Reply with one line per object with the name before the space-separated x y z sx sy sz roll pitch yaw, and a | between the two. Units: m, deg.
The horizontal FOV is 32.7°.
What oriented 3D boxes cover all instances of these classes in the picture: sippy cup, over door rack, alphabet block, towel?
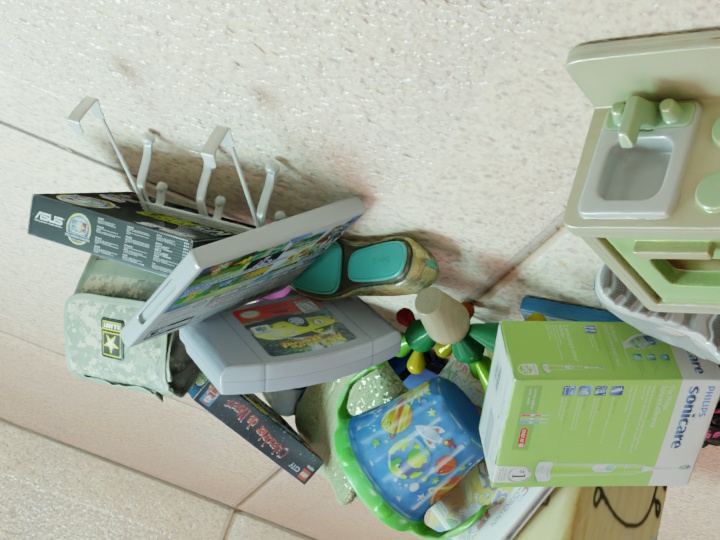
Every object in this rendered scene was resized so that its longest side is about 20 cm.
sippy cup | 0.062 0.185 1.301 0.130 0.140 0.178 -38 116 15
over door rack | -0.158 -0.100 1.142 0.147 0.067 0.200 14 161 18
alphabet block | 0.220 0.232 1.397 0.196 0.201 0.195 3 165 42
towel | -0.016 0.166 1.443 0.036 0.148 0.200 -9 137 -38

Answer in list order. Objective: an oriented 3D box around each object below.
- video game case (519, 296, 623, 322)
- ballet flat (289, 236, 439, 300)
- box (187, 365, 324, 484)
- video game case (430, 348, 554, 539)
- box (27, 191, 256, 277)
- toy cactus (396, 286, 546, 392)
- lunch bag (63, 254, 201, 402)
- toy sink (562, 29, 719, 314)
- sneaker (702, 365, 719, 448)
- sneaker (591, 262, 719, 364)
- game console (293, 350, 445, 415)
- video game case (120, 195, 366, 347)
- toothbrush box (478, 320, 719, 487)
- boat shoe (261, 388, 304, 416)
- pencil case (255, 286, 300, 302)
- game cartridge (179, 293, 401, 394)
video game case | 0.256 0.088 1.309 0.143 0.018 0.200 10 157 23
ballet flat | 0.000 0.000 1.265 0.200 0.071 0.071 -2 150 46
box | -0.143 0.161 1.451 0.200 0.038 0.137 44 175 -35
video game case | 0.130 0.191 1.338 0.023 0.182 0.200 20 -158 -43
box | -0.210 -0.038 1.255 0.200 0.044 0.160 16 -169 26
toy cactus | 0.108 0.061 1.240 0.200 0.102 0.165 14 159 35
lunch bag | -0.237 0.042 1.388 0.164 0.200 0.118 6 155 34
toy sink | 0.225 -0.055 0.840 0.130 0.112 0.200 1 153 40
sneaker | 0.360 0.130 1.221 0.077 0.084 0.200 15 159 12
sneaker | 0.299 0.037 1.091 0.200 0.075 0.082 27 174 0
game console | 0.029 0.164 1.580 0.200 0.171 0.118 -11 117 54
video game case | -0.113 0.001 1.174 0.182 0.200 0.022 -41 74 49
toothbrush box | 0.225 0.129 1.175 0.199 0.086 0.146 1 128 -5
boat shoe | -0.115 0.135 1.594 0.073 0.067 0.200 12 -172 -10
pencil case | -0.083 0.047 1.432 0.091 0.094 0.200 -22 159 -10
game cartridge | -0.067 0.070 1.240 0.200 0.041 0.133 -11 -148 -26
